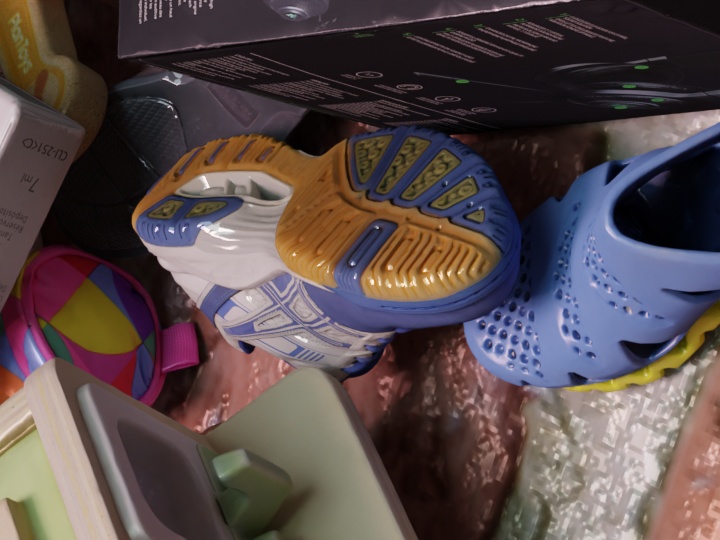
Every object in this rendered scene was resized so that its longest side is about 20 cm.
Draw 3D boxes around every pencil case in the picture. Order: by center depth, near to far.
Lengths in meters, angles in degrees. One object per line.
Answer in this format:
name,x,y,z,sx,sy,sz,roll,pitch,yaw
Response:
pencil case,-0.163,0.070,0.964,0.200,0.088,0.089,-36,62,33

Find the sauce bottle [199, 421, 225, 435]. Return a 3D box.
sauce bottle,0.003,0.128,0.821,0.200,0.066,0.066,34,106,40

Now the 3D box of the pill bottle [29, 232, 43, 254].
pill bottle,-0.235,-0.053,1.026,0.110,0.109,0.200,-54,54,23

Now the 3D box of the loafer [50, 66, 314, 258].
loafer,-0.050,-0.071,0.910,0.200,0.063,0.072,-37,91,37

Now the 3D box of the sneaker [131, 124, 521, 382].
sneaker,0.000,0.000,0.825,0.075,0.088,0.199,-44,29,-22

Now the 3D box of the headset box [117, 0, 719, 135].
headset box,0.052,-0.107,0.727,0.199,0.174,0.094,-3,83,37

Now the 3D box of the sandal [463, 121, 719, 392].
sandal,0.105,-0.016,0.736,0.199,0.087,0.080,-29,66,38

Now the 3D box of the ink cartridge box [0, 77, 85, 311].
ink cartridge box,-0.223,-0.021,0.913,0.200,0.045,0.177,31,96,37

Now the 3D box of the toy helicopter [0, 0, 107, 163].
toy helicopter,-0.137,-0.120,0.951,0.132,0.079,0.201,-40,43,16

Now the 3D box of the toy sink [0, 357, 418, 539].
toy sink,-0.091,0.119,0.775,0.200,0.112,0.131,-36,54,14
